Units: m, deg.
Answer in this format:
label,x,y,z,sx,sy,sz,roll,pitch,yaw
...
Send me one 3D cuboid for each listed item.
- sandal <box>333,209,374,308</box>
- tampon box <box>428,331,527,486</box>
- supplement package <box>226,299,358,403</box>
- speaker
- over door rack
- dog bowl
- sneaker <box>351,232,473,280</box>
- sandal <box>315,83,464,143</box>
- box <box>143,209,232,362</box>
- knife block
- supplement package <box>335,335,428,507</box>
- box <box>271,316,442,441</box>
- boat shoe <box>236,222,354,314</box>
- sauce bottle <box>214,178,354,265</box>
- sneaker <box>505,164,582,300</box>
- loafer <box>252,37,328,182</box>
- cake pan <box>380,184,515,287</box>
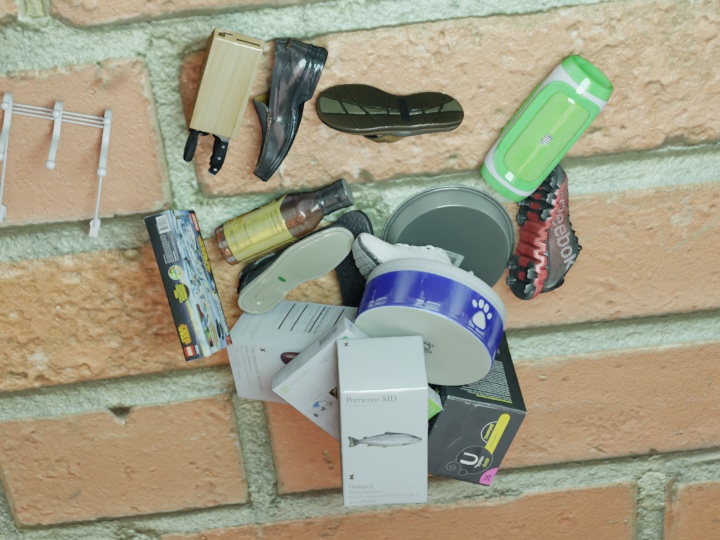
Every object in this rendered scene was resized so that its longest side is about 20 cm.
label,x,y,z,sx,sy,sz,roll,pitch,yaw
sandal,0.000,0.000,1.766,0.075,0.045,0.201,12,123,31
tampon box,0.151,0.191,1.817,0.126,0.200,0.150,13,122,-13
supplement package,-0.078,0.121,1.769,0.199,0.110,0.114,5,126,21
speaker,0.249,-0.190,1.641,0.088,0.089,0.200,28,118,-20
over door rack,-0.416,-0.132,1.644,0.147,0.067,0.201,9,122,-9
dog bowl,0.094,0.072,1.655,0.199,0.079,0.200,14,149,9
sneaker,0.074,-0.002,1.716,0.200,0.087,0.074,32,160,-23
sandal,0.038,-0.205,1.634,0.199,0.082,0.055,-2,146,-11
box,-0.233,0.017,1.663,0.040,0.137,0.201,-16,90,8
knife block,-0.179,-0.209,1.550,0.064,0.200,0.176,12,92,-12
supplement package,0.028,0.200,1.612,0.116,0.118,0.201,-3,123,-1
box,-0.004,0.169,1.681,0.144,0.036,0.200,-39,117,19
boat shoe,-0.097,-0.016,1.738,0.200,0.068,0.072,-33,126,21
sauce bottle,-0.105,-0.071,1.708,0.199,0.066,0.066,-23,122,9
sneaker,0.272,-0.056,1.742,0.098,0.071,0.201,-3,111,-31
loafer,-0.110,-0.214,1.614,0.072,0.073,0.201,21,110,-7
cake pan,0.129,-0.029,1.767,0.199,0.037,0.201,-2,124,-3
